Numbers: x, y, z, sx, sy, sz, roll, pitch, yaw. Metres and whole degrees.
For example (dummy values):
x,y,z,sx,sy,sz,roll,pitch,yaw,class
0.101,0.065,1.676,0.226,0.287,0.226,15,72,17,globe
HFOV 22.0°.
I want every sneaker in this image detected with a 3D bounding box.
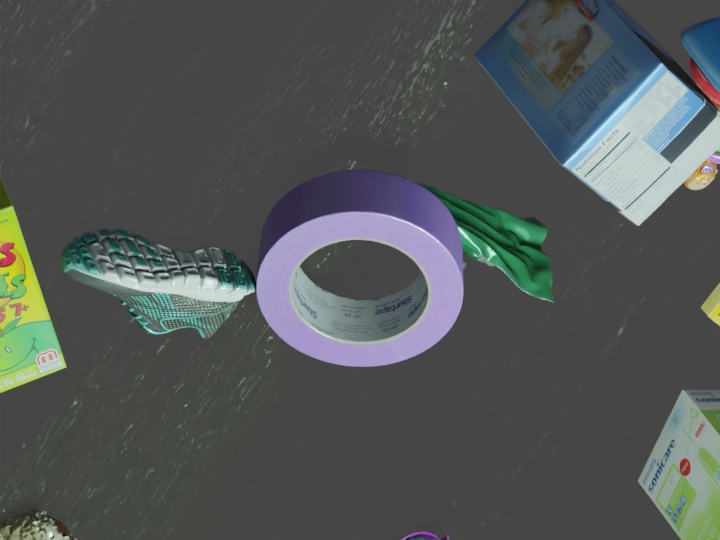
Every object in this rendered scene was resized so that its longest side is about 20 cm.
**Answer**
x,y,z,sx,sy,sz,roll,pitch,yaw,class
-0.197,0.022,1.744,0.199,0.078,0.091,13,123,-33,sneaker

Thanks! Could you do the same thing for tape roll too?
x,y,z,sx,sy,sz,roll,pitch,yaw,class
0.000,0.000,1.783,0.198,0.066,0.201,2,132,2,tape roll

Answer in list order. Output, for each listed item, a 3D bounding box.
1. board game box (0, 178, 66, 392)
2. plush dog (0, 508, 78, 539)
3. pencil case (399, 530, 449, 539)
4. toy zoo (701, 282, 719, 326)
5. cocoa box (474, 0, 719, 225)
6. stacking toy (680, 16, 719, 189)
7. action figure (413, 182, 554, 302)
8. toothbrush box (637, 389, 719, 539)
x,y,z,sx,sy,sz,roll,pitch,yaw,class
-0.344,0.022,1.682,0.101,0.048,0.201,-21,133,-12,board game box
-0.374,0.322,1.819,0.160,0.172,0.200,-45,133,12,plush dog
0.111,0.385,2.187,0.092,0.085,0.200,-27,136,17,pencil case
0.479,0.030,2.141,0.131,0.020,0.200,-47,132,13,toy zoo
0.224,-0.168,1.724,0.133,0.200,0.131,-46,132,13,cocoa box
0.371,-0.154,1.896,0.115,0.110,0.201,-11,141,-23,stacking toy
0.102,-0.038,1.846,0.199,0.119,0.055,23,125,-30,action figure
0.432,0.257,2.175,0.086,0.200,0.146,3,125,-28,toothbrush box
